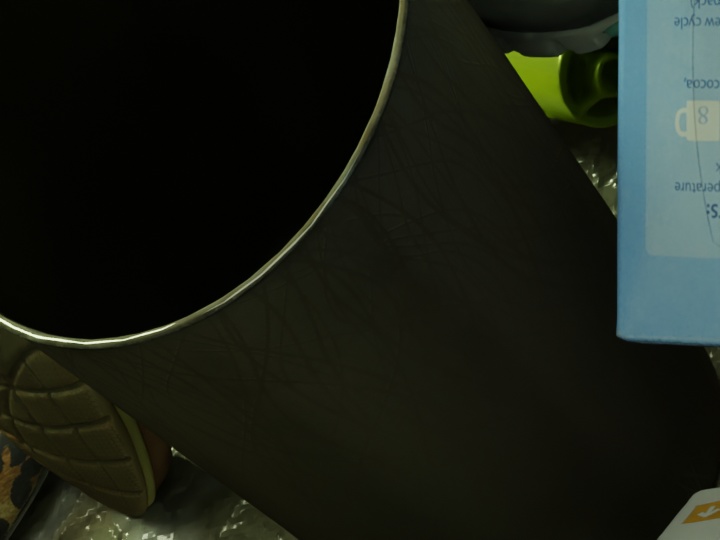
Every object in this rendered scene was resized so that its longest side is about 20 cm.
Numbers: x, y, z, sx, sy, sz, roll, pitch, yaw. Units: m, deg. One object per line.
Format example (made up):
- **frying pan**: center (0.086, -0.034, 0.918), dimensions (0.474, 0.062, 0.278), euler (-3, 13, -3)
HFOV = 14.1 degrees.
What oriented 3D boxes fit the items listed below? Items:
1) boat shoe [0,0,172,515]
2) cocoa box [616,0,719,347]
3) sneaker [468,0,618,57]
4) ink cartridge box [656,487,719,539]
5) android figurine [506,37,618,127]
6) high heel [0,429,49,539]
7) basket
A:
- **boat shoe**: center (-0.084, -0.004, 0.818), dimensions (0.072, 0.200, 0.068), euler (23, 60, 29)
- **cocoa box**: center (0.167, -0.049, 0.635), dimensions (0.199, 0.131, 0.134), euler (2, 96, 24)
- **sneaker**: center (0.005, -0.114, 0.750), dimensions (0.200, 0.091, 0.078), euler (22, 86, 46)
- **ink cartridge box**: center (0.127, 0.089, 0.607), dimensions (0.197, 0.044, 0.200), euler (-11, 13, 31)
- **android figurine**: center (0.086, -0.126, 0.843), dimensions (0.200, 0.041, 0.183), euler (16, 73, 58)
- **high heel**: center (-0.181, 0.055, 0.876), dimensions (0.200, 0.143, 0.071), euler (-42, 42, 3)
- **basket**: center (0.000, 0.000, 0.736), dimensions (0.136, 0.200, 0.181), euler (-33, 44, 11)
